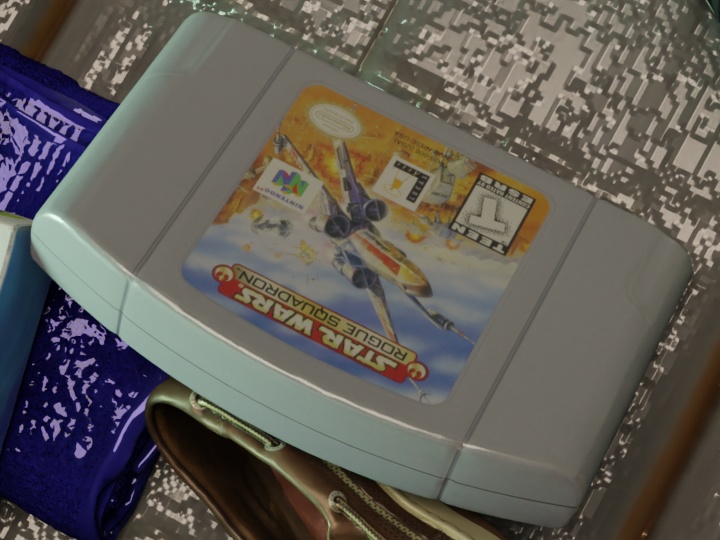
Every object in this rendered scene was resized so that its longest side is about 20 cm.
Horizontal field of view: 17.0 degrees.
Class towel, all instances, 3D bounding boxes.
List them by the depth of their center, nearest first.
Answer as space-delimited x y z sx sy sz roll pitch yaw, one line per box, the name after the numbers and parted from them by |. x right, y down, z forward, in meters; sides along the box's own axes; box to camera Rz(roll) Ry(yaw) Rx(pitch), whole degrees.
-0.139 -0.010 0.857 0.199 0.050 0.148 26 79 15 | towel

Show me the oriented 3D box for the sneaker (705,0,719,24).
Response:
0.155 -0.093 0.815 0.071 0.083 0.201 -18 72 3 | sneaker

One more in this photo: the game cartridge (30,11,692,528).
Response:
0.000 0.000 0.797 0.199 0.042 0.133 26 45 6 | game cartridge

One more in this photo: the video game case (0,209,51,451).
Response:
-0.216 0.054 0.827 0.181 0.045 0.201 17 92 17 | video game case

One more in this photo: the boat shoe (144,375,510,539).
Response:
0.000 0.105 0.782 0.075 0.075 0.202 -23 59 -34 | boat shoe
